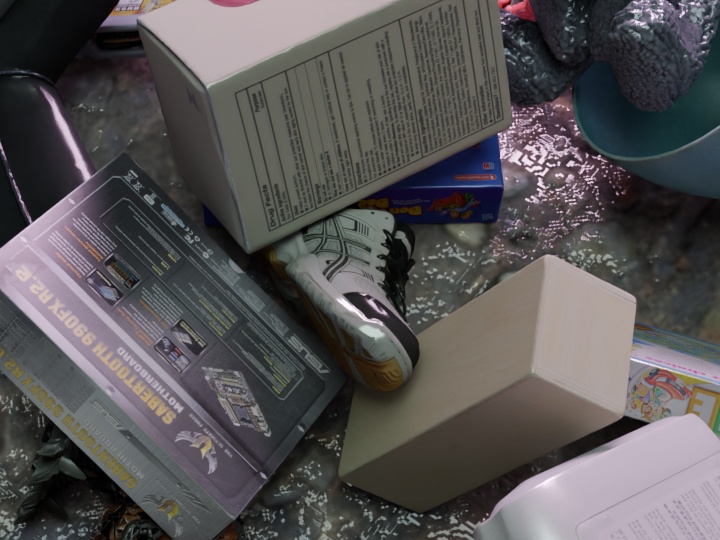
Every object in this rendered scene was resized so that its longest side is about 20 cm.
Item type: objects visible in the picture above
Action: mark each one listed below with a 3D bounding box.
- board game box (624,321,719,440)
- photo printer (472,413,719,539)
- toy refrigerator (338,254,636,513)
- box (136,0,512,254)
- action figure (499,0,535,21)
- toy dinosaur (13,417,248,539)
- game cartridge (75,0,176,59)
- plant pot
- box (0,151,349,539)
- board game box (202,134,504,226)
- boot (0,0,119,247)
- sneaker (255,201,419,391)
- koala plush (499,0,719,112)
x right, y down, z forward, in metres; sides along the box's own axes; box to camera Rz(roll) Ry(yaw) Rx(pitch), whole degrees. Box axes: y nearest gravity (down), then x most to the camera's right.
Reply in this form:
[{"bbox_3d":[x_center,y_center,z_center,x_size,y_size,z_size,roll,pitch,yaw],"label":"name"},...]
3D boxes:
[{"bbox_3d":[0.226,0.076,1.032,0.199,0.134,0.034,16,100,8],"label":"board game box"},{"bbox_3d":[0.151,0.168,0.877,0.200,0.069,0.167,-14,67,-53],"label":"photo printer"},{"bbox_3d":[0.071,0.071,0.983,0.070,0.200,0.076,25,56,-21],"label":"toy refrigerator"},{"bbox_3d":[-0.019,-0.123,1.068,0.199,0.128,0.109,-26,41,-17],"label":"box"},{"bbox_3d":[0.178,-0.212,1.234,0.199,0.065,0.100,-5,66,-7],"label":"action figure"},{"bbox_3d":[-0.129,0.129,1.021,0.135,0.102,0.201,17,39,-9],"label":"toy dinosaur"},{"bbox_3d":[-0.113,-0.208,1.191,0.199,0.042,0.134,1,60,27],"label":"game cartridge"},{"bbox_3d":[0.259,-0.126,1.131,0.135,0.200,0.201,33,54,-31],"label":"plant pot"},{"bbox_3d":[-0.118,0.044,0.998,0.200,0.048,0.158,44,38,-3],"label":"box"},{"bbox_3d":[-0.008,-0.100,1.170,0.199,0.045,0.135,-1,60,-3],"label":"board game box"},{"bbox_3d":[-0.192,-0.091,1.113,0.165,0.066,0.201,-35,59,21],"label":"boot"},{"bbox_3d":[0.000,0.000,1.044,0.087,0.076,0.200,-30,31,-8],"label":"sneaker"},{"bbox_3d":[0.126,-0.228,1.079,0.177,0.200,0.184,7,65,53],"label":"koala plush"}]
